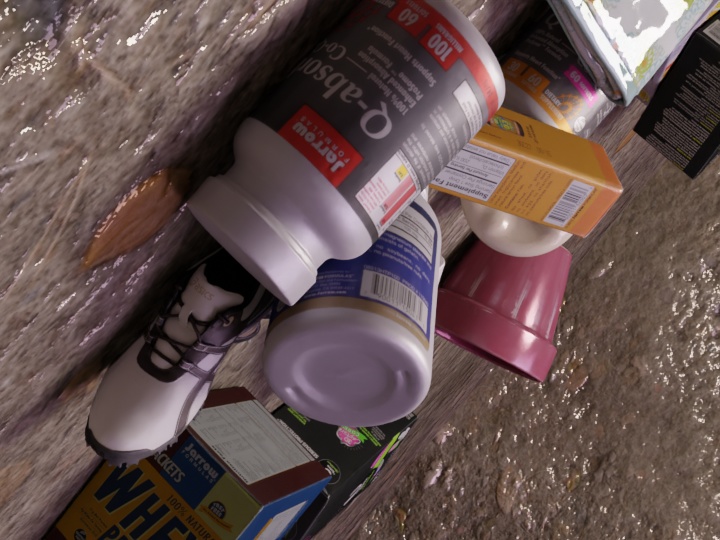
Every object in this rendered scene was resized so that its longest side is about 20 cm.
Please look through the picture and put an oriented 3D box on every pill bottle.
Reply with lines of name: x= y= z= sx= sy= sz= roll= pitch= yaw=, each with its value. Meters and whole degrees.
pill bottle: x=0.211 y=-0.205 z=1.043 sx=0.200 sy=0.116 sz=0.116 roll=-47 pitch=166 yaw=-8
pill bottle: x=0.000 y=0.000 z=0.798 sx=0.120 sy=0.118 sz=0.202 roll=116 pitch=-13 yaw=-46
pill bottle: x=-0.010 y=-0.081 z=0.700 sx=0.200 sy=0.116 sz=0.116 roll=-47 pitch=166 yaw=-9

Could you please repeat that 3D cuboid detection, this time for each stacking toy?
stacking toy: x=0.186 y=-0.101 z=1.285 sx=0.147 sy=0.146 sz=0.200 roll=-51 pitch=-176 yaw=8

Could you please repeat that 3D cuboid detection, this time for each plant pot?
plant pot: x=0.203 y=0.034 z=1.518 sx=0.181 sy=0.198 sz=0.200 roll=-63 pitch=166 yaw=-4

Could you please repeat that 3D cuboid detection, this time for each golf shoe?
golf shoe: x=-0.128 y=0.045 z=0.774 sx=0.201 sy=0.077 sz=0.095 roll=-53 pitch=165 yaw=-28

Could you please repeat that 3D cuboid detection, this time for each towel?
towel: x=0.237 y=-0.265 z=0.925 sx=0.171 sy=0.048 sz=0.200 roll=-48 pitch=132 yaw=-4

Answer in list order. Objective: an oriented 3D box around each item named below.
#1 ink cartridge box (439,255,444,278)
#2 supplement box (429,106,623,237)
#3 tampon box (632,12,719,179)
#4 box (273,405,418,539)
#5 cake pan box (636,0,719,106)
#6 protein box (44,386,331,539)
ink cartridge box: x=0.003 y=0.054 z=1.147 sx=0.145 sy=0.084 sz=0.201 roll=-43 pitch=164 yaw=-21
supplement box: x=0.129 y=-0.096 z=0.952 sx=0.198 sy=0.067 sz=0.069 roll=18 pitch=129 yaw=-25
tampon box: x=0.528 y=-0.268 z=1.609 sx=0.149 sy=0.126 sz=0.201 roll=-37 pitch=163 yaw=-37
box: x=-0.050 y=0.233 z=1.366 sx=0.199 sy=0.124 sz=0.149 roll=-32 pitch=158 yaw=-47
cake pan box: x=0.486 y=-0.360 z=1.601 sx=0.200 sy=0.052 sz=0.184 roll=-46 pitch=168 yaw=-11
protein box: x=-0.160 y=0.231 z=1.011 sx=0.199 sy=0.135 sz=0.200 roll=-50 pitch=166 yaw=8
